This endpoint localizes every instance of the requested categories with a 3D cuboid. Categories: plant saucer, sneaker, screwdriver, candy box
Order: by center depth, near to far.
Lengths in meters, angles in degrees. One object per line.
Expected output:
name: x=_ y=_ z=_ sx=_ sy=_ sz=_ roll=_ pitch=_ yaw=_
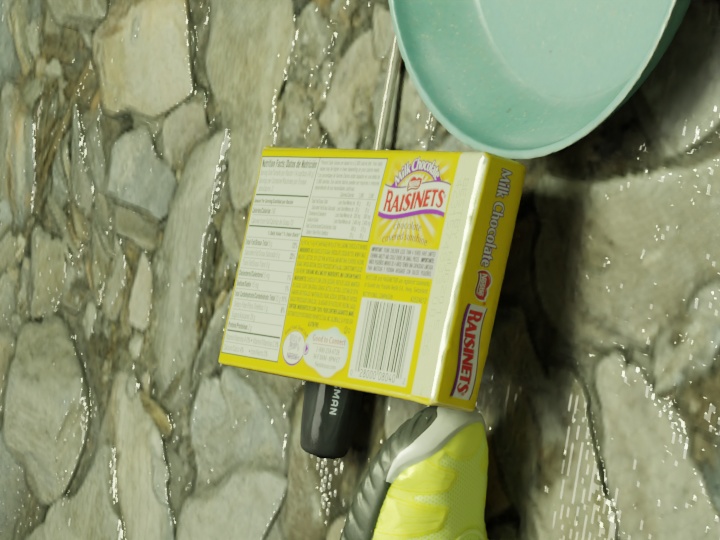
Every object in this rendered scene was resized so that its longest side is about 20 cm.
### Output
plant saucer: x=0.080 y=-0.144 z=1.042 sx=0.199 sy=0.036 sz=0.202 roll=-5 pitch=83 yaw=54
sneaker: x=0.031 y=0.152 z=1.079 sx=0.076 sy=0.075 sz=0.202 roll=20 pitch=108 yaw=33
candy box: x=0.000 y=0.000 z=1.110 sx=0.200 sy=0.026 sz=0.103 roll=7 pitch=82 yaw=62
screwdriver: x=0.005 y=-0.014 z=1.162 sx=0.029 sy=0.028 sz=0.202 roll=17 pitch=96 yaw=24
